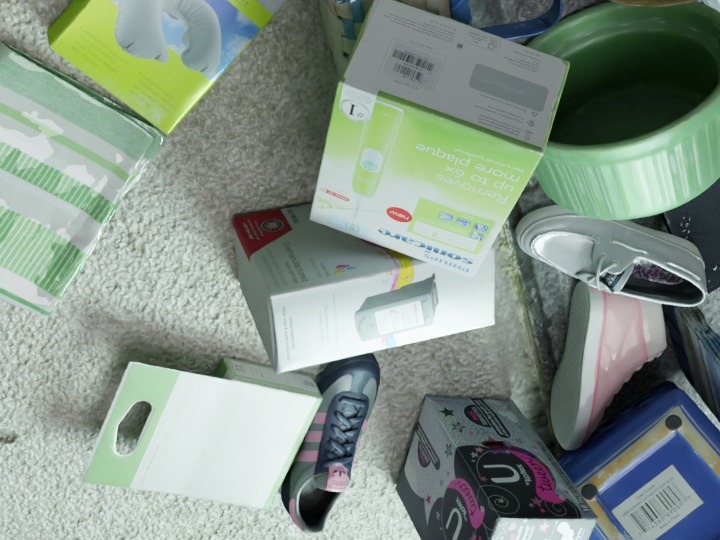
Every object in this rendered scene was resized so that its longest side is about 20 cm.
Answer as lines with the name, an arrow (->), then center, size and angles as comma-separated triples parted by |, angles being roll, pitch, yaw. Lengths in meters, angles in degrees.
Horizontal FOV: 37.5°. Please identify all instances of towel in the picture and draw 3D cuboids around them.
towel -> 0.372, 0.112, 1.099 | 0.024, 0.200, 0.147 | -24, 123, 2
towel -> -0.274, -0.066, 0.877 | 0.153, 0.023, 0.200 | 28, 107, -29

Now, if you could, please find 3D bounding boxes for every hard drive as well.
hard drive -> 0.365, -0.082, 1.080 | 0.135, 0.042, 0.200 | -33, 124, 2

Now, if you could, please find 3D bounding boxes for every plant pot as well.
plant pot -> 0.318, 0.243, 1.119 | 0.200, 0.200, 0.180 | -39, 165, 4

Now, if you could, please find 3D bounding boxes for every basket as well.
basket -> 0.066, -0.226, 0.814 | 0.200, 0.139, 0.176 | -9, 153, -3

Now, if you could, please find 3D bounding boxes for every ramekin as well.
ramekin -> 0.228, -0.137, 0.913 | 0.200, 0.200, 0.098 | -30, 131, -1

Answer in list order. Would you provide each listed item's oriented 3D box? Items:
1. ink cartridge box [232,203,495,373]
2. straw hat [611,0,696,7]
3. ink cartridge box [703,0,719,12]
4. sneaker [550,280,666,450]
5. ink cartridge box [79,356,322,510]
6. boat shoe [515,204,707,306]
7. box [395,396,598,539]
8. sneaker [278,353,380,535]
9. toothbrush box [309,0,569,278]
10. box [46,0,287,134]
ink cartridge box -> 0.000, 0.000, 0.937 | 0.200, 0.148, 0.086 | -13, 122, -14
straw hat -> 0.260, -0.297, 0.888 | 0.201, 0.201, 0.085 | -45, 161, 9
ink cartridge box -> 0.429, -0.278, 0.991 | 0.196, 0.043, 0.200 | -45, 125, 7
sneaker -> 0.270, 0.104, 1.133 | 0.105, 0.075, 0.200 | 0, 114, -13
ink cartridge box -> -0.155, 0.153, 1.029 | 0.200, 0.048, 0.146 | 16, 112, -26
boat shoe -> 0.250, -0.007, 1.049 | 0.200, 0.069, 0.072 | 18, 127, -15
box -> 0.130, 0.235, 1.084 | 0.115, 0.200, 0.132 | 5, 117, -23
sneaker -> -0.022, 0.177, 1.069 | 0.070, 0.082, 0.200 | 10, 114, -24
toothbrush box -> 0.051, -0.092, 0.796 | 0.146, 0.086, 0.200 | 20, 155, 0
box -> -0.133, -0.218, 0.825 | 0.122, 0.048, 0.200 | 36, 103, -32
